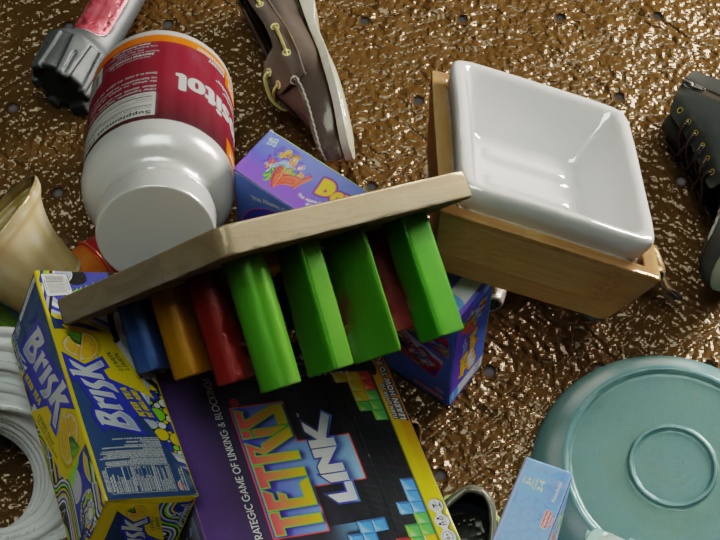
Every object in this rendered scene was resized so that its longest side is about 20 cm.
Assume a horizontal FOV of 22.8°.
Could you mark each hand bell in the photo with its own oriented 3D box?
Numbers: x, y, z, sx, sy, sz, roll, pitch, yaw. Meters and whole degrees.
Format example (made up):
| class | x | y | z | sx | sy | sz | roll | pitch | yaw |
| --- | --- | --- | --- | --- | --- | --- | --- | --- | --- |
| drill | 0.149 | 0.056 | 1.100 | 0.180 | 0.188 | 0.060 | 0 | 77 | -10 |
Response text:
| class | x | y | z | sx | sy | sz | roll | pitch | yaw |
| --- | --- | --- | --- | --- | --- | --- | --- | --- | --- |
| hand bell | -0.194 | 0.037 | 1.277 | 0.200 | 0.104 | 0.104 | 44 | 61 | -19 |

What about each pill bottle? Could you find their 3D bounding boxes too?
| class | x | y | z | sx | sy | sz | roll | pitch | yaw |
| --- | --- | --- | --- | --- | --- | --- | --- | --- | --- |
| pill bottle | -0.149 | -0.084 | 1.324 | 0.112 | 0.113 | 0.201 | -3 | 37 | -3 |

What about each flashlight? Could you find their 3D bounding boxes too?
| class | x | y | z | sx | sy | sz | roll | pitch | yaw |
| --- | --- | --- | --- | --- | --- | --- | --- | --- | --- |
| flashlight | -0.210 | -0.229 | 1.471 | 0.067 | 0.068 | 0.201 | 20 | 60 | 9 |

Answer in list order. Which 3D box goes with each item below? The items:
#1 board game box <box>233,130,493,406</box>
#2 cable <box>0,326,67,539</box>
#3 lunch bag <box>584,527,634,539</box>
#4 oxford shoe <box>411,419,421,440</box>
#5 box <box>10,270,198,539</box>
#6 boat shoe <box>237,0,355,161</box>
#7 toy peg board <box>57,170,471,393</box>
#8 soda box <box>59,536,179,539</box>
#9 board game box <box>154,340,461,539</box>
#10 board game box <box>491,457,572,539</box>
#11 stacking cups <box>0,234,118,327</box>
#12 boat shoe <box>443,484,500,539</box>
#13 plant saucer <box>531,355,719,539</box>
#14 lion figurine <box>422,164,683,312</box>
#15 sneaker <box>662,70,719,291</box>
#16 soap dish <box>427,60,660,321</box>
| class | x | y | z | sx | sy | sz | roll | pitch | yaw |
| --- | --- | --- | --- | --- | --- | --- | --- | --- | --- |
| board game box | 0.000 | 0.000 | 1.300 | 0.199 | 0.135 | 0.045 | 33 | 63 | 17 |
| cable | -0.254 | 0.141 | 1.217 | 0.200 | 0.069 | 0.200 | -35 | 87 | -29 |
| lunch bag | 0.192 | 0.272 | 1.151 | 0.170 | 0.122 | 0.200 | 21 | 53 | 14 |
| oxford shoe | 0.002 | 0.178 | 1.211 | 0.071 | 0.071 | 0.201 | -7 | 49 | 23 |
| box | -0.169 | 0.092 | 1.153 | 0.064 | 0.070 | 0.201 | 3 | 42 | -29 |
| boat shoe | -0.052 | -0.162 | 1.435 | 0.059 | 0.072 | 0.201 | -15 | 57 | -3 |
| toy peg board | -0.051 | 0.024 | 1.128 | 0.199 | 0.199 | 0.098 | -14 | 86 | -40 |
| soda box | -0.140 | 0.191 | 1.180 | 0.199 | 0.064 | 0.068 | -20 | 88 | -32 |
| board game box | -0.040 | 0.137 | 1.159 | 0.164 | 0.057 | 0.201 | -5 | 48 | -22 |
| board game box | 0.086 | 0.228 | 1.127 | 0.036 | 0.200 | 0.152 | 20 | 61 | 11 |
| stacking cups | -0.241 | 0.029 | 1.321 | 0.060 | 0.061 | 0.200 | 39 | 66 | 20 |
| boat shoe | 0.041 | 0.236 | 1.202 | 0.072 | 0.060 | 0.202 | 21 | 61 | 13 |
| plant saucer | 0.222 | 0.145 | 1.281 | 0.199 | 0.027 | 0.201 | 0 | 59 | 0 |
| lion figurine | 0.145 | -0.029 | 1.367 | 0.199 | 0.073 | 0.123 | 8 | 45 | -13 |
| sneaker | 0.273 | -0.070 | 1.389 | 0.106 | 0.075 | 0.200 | 19 | 52 | 16 |
| soap dish | 0.119 | -0.057 | 1.250 | 0.156 | 0.082 | 0.200 | 16 | 32 | -10 |
